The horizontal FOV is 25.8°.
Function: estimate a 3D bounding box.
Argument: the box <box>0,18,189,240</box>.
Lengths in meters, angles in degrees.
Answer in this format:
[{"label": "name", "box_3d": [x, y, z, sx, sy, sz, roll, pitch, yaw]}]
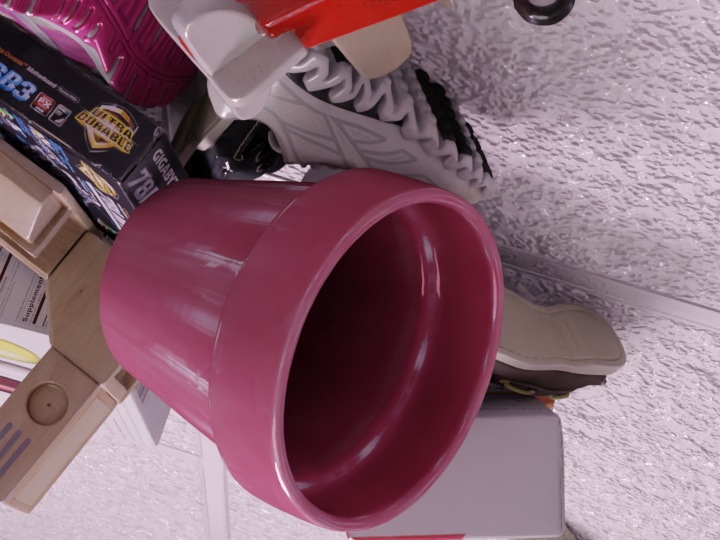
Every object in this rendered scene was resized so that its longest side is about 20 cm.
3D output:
[{"label": "box", "box_3d": [-0.189, -0.083, 1.011, 0.198, 0.050, 0.200, 33, 167, 18]}]

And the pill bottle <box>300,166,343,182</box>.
[{"label": "pill bottle", "box_3d": [0.000, 0.000, 1.076, 0.110, 0.111, 0.200, 14, 154, 11]}]

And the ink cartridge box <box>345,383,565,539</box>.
[{"label": "ink cartridge box", "box_3d": [0.058, 0.131, 1.116, 0.147, 0.086, 0.200, -3, -176, -3]}]

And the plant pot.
[{"label": "plant pot", "box_3d": [-0.045, 0.029, 0.907, 0.179, 0.200, 0.200, 18, 158, 36]}]

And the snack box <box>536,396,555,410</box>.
[{"label": "snack box", "box_3d": [0.053, 0.099, 1.232, 0.199, 0.024, 0.072, 4, 119, -6]}]

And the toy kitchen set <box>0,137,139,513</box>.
[{"label": "toy kitchen set", "box_3d": [-0.252, 0.021, 1.039, 0.200, 0.181, 0.163, 37, 170, 10]}]

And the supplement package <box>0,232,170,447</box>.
[{"label": "supplement package", "box_3d": [-0.245, 0.019, 1.241, 0.199, 0.148, 0.191, 13, 154, 11]}]

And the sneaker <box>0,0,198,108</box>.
[{"label": "sneaker", "box_3d": [-0.164, -0.167, 0.914, 0.088, 0.082, 0.200, 33, 177, 39]}]

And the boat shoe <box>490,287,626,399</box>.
[{"label": "boat shoe", "box_3d": [0.102, 0.052, 1.086, 0.199, 0.072, 0.059, 11, 138, -45]}]

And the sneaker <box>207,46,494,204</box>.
[{"label": "sneaker", "box_3d": [-0.002, -0.087, 0.912, 0.200, 0.075, 0.081, 30, 119, -36]}]

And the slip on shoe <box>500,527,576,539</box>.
[{"label": "slip on shoe", "box_3d": [0.194, 0.298, 1.574, 0.061, 0.074, 0.200, -1, 152, 42]}]

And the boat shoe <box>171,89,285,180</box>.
[{"label": "boat shoe", "box_3d": [-0.075, -0.086, 1.003, 0.066, 0.075, 0.199, 24, 154, -14]}]

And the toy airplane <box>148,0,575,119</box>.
[{"label": "toy airplane", "box_3d": [-0.009, -0.161, 0.738, 0.198, 0.142, 0.200, -2, 154, -36]}]
